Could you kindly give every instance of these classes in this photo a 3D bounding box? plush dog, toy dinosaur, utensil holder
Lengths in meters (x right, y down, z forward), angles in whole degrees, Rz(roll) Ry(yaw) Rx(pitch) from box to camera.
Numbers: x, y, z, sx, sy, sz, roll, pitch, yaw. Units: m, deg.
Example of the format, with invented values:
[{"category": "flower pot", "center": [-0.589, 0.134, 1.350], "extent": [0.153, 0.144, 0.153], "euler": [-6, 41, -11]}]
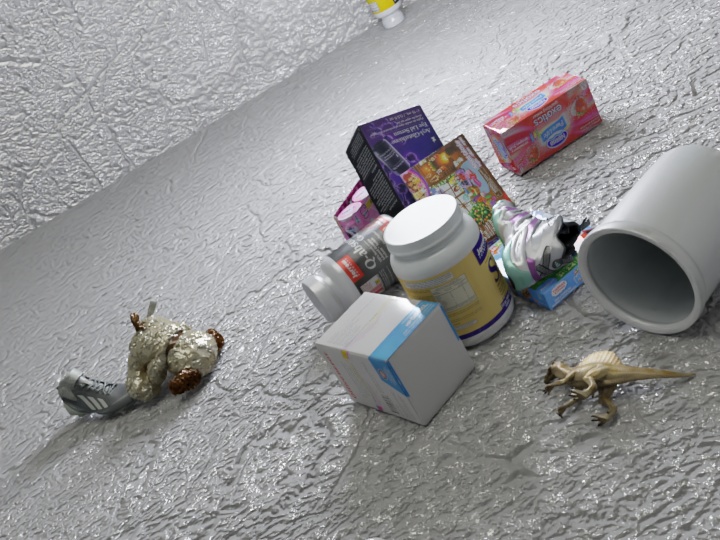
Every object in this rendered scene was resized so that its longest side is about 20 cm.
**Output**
[{"category": "plush dog", "center": [-0.356, 0.154, 1.664], "extent": [0.170, 0.161, 0.201], "euler": [12, 45, 17]}, {"category": "toy dinosaur", "center": [0.298, 0.135, 1.059], "extent": [0.199, 0.058, 0.101], "euler": [-5, 36, 43]}, {"category": "utensil holder", "center": [0.411, -0.046, 1.126], "extent": [0.200, 0.171, 0.169], "euler": [-44, 29, -27]}]

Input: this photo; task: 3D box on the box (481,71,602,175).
[{"category": "box", "center": [0.355, -0.288, 1.676], "extent": [0.199, 0.103, 0.095], "euler": [-32, 26, -3]}]

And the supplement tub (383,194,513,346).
[{"category": "supplement tub", "center": [0.133, 0.001, 1.304], "extent": [0.145, 0.201, 0.146], "euler": [-25, 27, 14]}]

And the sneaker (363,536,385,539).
[{"category": "sneaker", "center": [-0.009, 0.388, 0.939], "extent": [0.200, 0.076, 0.115], "euler": [-44, 32, -24]}]

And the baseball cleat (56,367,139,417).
[{"category": "baseball cleat", "center": [-0.537, 0.243, 1.721], "extent": [0.199, 0.107, 0.070], "euler": [-15, 25, 26]}]

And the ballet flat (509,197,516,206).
[{"category": "ballet flat", "center": [0.193, -0.104, 1.575], "extent": [0.199, 0.067, 0.057], "euler": [-13, 22, 31]}]

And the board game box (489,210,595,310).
[{"category": "board game box", "center": [0.290, -0.022, 1.361], "extent": [0.151, 0.037, 0.200], "euler": [-39, 26, -12]}]

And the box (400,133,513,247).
[{"category": "box", "center": [0.178, -0.124, 1.509], "extent": [0.136, 0.039, 0.201], "euler": [-34, 69, 3]}]

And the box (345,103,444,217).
[{"category": "box", "center": [0.086, -0.193, 1.639], "extent": [0.147, 0.201, 0.104], "euler": [-24, -15, -24]}]

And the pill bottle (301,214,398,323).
[{"category": "pill bottle", "center": [0.000, 0.000, 1.547], "extent": [0.200, 0.116, 0.116], "euler": [-38, 27, -12]}]

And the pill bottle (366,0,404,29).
[{"category": "pill bottle", "center": [0.076, -0.963, 3.023], "extent": [0.111, 0.201, 0.112], "euler": [-25, 27, 14]}]

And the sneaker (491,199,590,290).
[{"category": "sneaker", "center": [0.283, -0.060, 1.317], "extent": [0.139, 0.078, 0.201], "euler": [-23, 38, 16]}]

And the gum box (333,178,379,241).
[{"category": "gum box", "center": [0.030, -0.120, 1.723], "extent": [0.066, 0.114, 0.200], "euler": [-9, 34, 37]}]

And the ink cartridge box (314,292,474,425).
[{"category": "ink cartridge box", "center": [0.042, 0.123, 1.276], "extent": [0.125, 0.129, 0.199], "euler": [-44, 29, -25]}]
